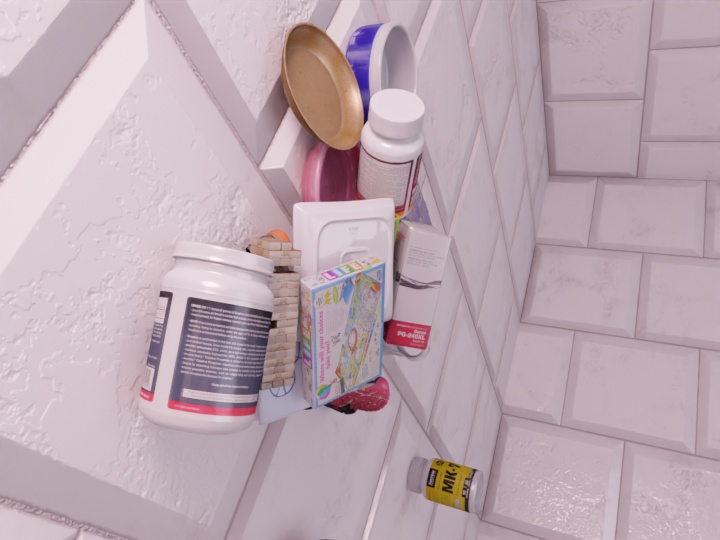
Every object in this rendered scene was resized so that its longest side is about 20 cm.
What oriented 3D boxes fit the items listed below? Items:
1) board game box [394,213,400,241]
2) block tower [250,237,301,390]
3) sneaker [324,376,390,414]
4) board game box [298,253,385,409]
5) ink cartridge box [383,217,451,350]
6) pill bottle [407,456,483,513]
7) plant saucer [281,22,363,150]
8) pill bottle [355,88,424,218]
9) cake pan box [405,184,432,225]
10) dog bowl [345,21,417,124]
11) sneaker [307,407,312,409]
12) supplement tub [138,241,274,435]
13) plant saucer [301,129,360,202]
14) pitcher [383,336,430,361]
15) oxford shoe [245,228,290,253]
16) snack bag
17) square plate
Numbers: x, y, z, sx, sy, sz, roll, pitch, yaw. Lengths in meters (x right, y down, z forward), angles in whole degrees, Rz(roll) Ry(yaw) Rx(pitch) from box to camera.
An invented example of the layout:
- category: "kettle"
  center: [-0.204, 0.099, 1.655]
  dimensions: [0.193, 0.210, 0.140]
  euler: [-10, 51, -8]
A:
- category: "board game box"
  center: [0.000, 0.000, 0.984]
  dimensions: [0.100, 0.047, 0.205]
  euler: [-13, 124, -39]
- category: "block tower"
  center: [-0.120, 0.061, 0.786]
  dimensions: [0.053, 0.057, 0.207]
  euler: [-2, 100, -40]
- category: "sneaker"
  center: [-0.011, 0.212, 1.062]
  dimensions: [0.079, 0.199, 0.076]
  euler: [26, 65, -22]
- category: "board game box"
  center: [-0.025, 0.090, 0.855]
  dimensions: [0.132, 0.034, 0.205]
  euler: [-19, 124, -34]
- category: "ink cartridge box"
  center: [0.089, 0.017, 1.046]
  dimensions: [0.145, 0.081, 0.206]
  euler: [-121, -138, -75]
- category: "pill bottle"
  center: [0.239, 0.597, 1.627]
  dimensions: [0.114, 0.195, 0.118]
  euler: [-25, 119, -61]
- category: "plant saucer"
  center: [-0.065, -0.285, 0.921]
  dimensions: [0.198, 0.035, 0.206]
  euler: [27, 56, -49]
- category: "pill bottle"
  center: [0.050, -0.191, 0.978]
  dimensions: [0.203, 0.107, 0.111]
  euler: [97, 18, -47]
- category: "cake pan box"
  center: [0.115, -0.084, 1.386]
  dimensions: [0.201, 0.051, 0.188]
  euler: [60, 41, -52]
- category: "dog bowl"
  center: [0.043, -0.373, 1.135]
  dimensions: [0.199, 0.077, 0.207]
  euler: [-25, 118, -62]
- category: "sneaker"
  center: [-0.054, 0.181, 1.058]
  dimensions: [0.201, 0.071, 0.084]
  euler: [-51, 162, -33]
- category: "supplement tub"
  center: [-0.179, 0.080, 0.693]
  dimensions: [0.140, 0.137, 0.206]
  euler: [22, 76, -63]
- category: "plant saucer"
  center: [-0.047, -0.148, 1.026]
  dimensions: [0.199, 0.049, 0.207]
  euler: [-23, 115, -62]
- category: "pitcher"
  center: [0.086, 0.087, 1.222]
  dimensions: [0.121, 0.168, 0.205]
  euler: [40, 61, -53]
- category: "oxford shoe"
  center: [-0.135, 0.044, 0.882]
  dimensions: [0.072, 0.070, 0.206]
  euler: [-24, 115, -39]
- category: "snack bag"
  center: [-0.079, 0.115, 0.884]
  dimensions: [0.196, 0.021, 0.195]
  euler: [-11, 105, -40]
- category: "square plate"
  center: [-0.016, -0.004, 0.882]
  dimensions: [0.196, 0.028, 0.205]
  euler: [-9, 105, -40]
